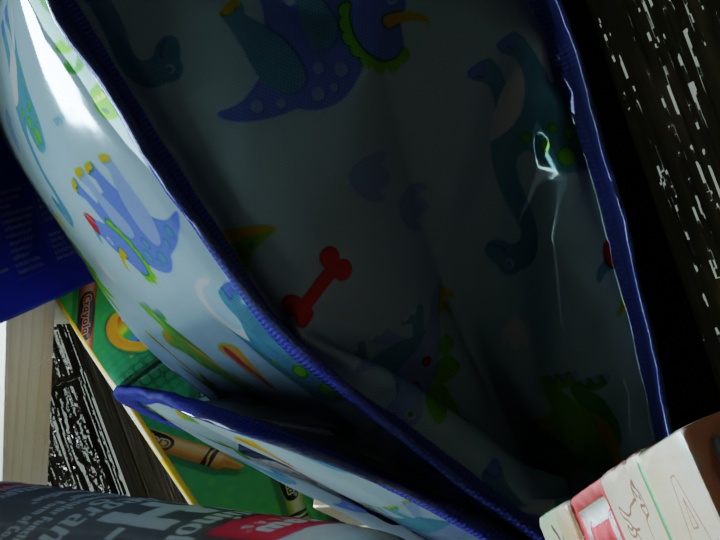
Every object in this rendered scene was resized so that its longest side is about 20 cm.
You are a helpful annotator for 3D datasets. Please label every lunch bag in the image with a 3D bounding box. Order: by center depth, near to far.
[{"bbox_3d":[-0.006,-0.007,0.540,0.200,0.127,0.170,57,168,-6],"label":"lunch bag"}]

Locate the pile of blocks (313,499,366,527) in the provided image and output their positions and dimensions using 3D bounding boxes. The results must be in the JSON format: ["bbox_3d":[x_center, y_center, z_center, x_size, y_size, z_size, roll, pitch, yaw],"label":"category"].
[{"bbox_3d":[0.000,0.000,0.701,0.062,0.082,0.200,-9,117,35],"label":"pile of blocks"}]

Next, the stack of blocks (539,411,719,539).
[{"bbox_3d":[0.104,0.117,0.360,0.115,0.058,0.201,118,131,-75],"label":"stack of blocks"}]

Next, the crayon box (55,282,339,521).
[{"bbox_3d":[-0.057,0.065,0.889,0.119,0.058,0.200,49,170,48],"label":"crayon box"}]

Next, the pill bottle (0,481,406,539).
[{"bbox_3d":[-0.035,0.114,0.526,0.200,0.111,0.111,2,116,41],"label":"pill bottle"}]

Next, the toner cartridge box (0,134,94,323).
[{"bbox_3d":[-0.113,-0.035,0.650,0.200,0.043,0.095,-34,-76,-78],"label":"toner cartridge box"}]

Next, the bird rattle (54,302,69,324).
[{"bbox_3d":[-0.144,-0.034,0.995,0.163,0.200,0.113,24,138,41],"label":"bird rattle"}]

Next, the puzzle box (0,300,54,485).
[{"bbox_3d":[-0.198,0.003,0.900,0.200,0.025,0.133,36,135,33],"label":"puzzle box"}]
